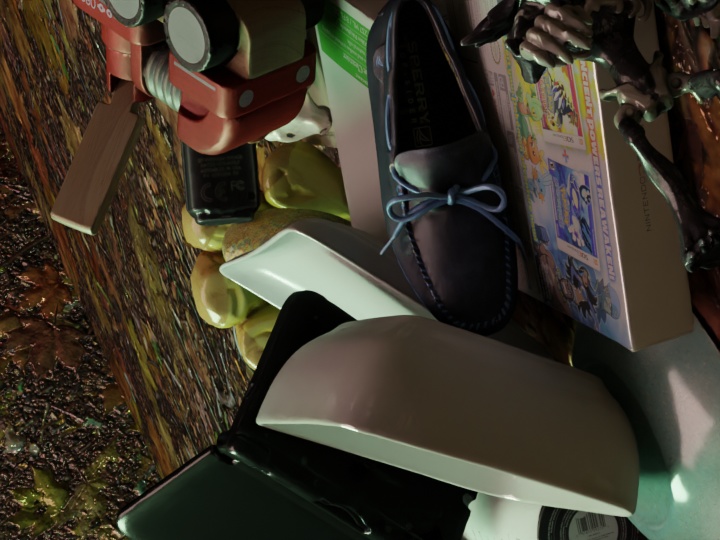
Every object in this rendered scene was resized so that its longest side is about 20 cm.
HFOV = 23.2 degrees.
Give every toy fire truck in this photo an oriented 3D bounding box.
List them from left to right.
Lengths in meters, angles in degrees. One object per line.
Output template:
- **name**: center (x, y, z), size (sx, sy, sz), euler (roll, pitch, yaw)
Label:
- **toy fire truck**: center (-0.126, -0.116, 1.127), size (0.176, 0.128, 0.202), euler (35, 136, 33)

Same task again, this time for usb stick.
- **usb stick**: center (-0.105, -0.133, 1.247), size (0.033, 0.055, 0.202), euler (136, 129, -77)

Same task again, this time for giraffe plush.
- **giraffe plush**: center (-0.031, -0.023, 1.352), size (0.162, 0.198, 0.175), euler (-98, -1, -80)

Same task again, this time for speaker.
- **speaker**: center (0.118, 0.164, 1.199), size (0.200, 0.081, 0.082), euler (-179, 69, -74)

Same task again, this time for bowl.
- **bowl**: center (0.053, 0.082, 1.020), size (0.200, 0.198, 0.075), euler (165, 122, -69)

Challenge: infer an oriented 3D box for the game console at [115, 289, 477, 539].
- **game console**: center (-0.032, 0.134, 1.168), size (0.199, 0.177, 0.116), euler (36, 156, -32)

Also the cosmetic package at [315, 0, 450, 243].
- **cosmetic package**: center (0.036, -0.101, 1.138), size (0.108, 0.084, 0.202), euler (42, 149, 52)

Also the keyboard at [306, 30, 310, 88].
- **keyboard**: center (-0.080, -0.202, 1.274), size (0.200, 0.011, 0.057), euler (-127, 23, -44)

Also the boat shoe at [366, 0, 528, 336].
- **boat shoe**: center (0.038, -0.060, 0.989), size (0.069, 0.083, 0.202), euler (104, 146, -80)

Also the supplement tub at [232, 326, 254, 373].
- **supplement tub**: center (-0.045, 0.039, 1.523), size (0.200, 0.122, 0.124), euler (146, 103, -74)

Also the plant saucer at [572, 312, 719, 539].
- **plant saucer**: center (0.168, 0.095, 1.021), size (0.201, 0.038, 0.203), euler (159, 90, -75)

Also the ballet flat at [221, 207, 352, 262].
- **ballet flat**: center (0.000, 0.000, 1.237), size (0.071, 0.198, 0.071), euler (-161, 90, -86)

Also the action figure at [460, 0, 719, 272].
- **action figure**: center (0.124, -0.105, 0.791), size (0.201, 0.118, 0.102), euler (54, 170, 17)

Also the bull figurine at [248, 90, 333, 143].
- **bull figurine**: center (-0.076, -0.182, 1.178), size (0.201, 0.065, 0.122), euler (55, 135, 19)

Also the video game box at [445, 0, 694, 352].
- **video game box**: center (0.110, -0.076, 0.966), size (0.182, 0.046, 0.202), euler (-144, 41, -67)

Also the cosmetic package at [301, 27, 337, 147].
- **cosmetic package**: center (-0.027, -0.194, 1.258), size (0.105, 0.070, 0.202), euler (-165, 56, -71)

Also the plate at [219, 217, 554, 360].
- **plate**: center (0.018, 0.024, 1.138), size (0.199, 0.033, 0.199), euler (30, 165, -12)
